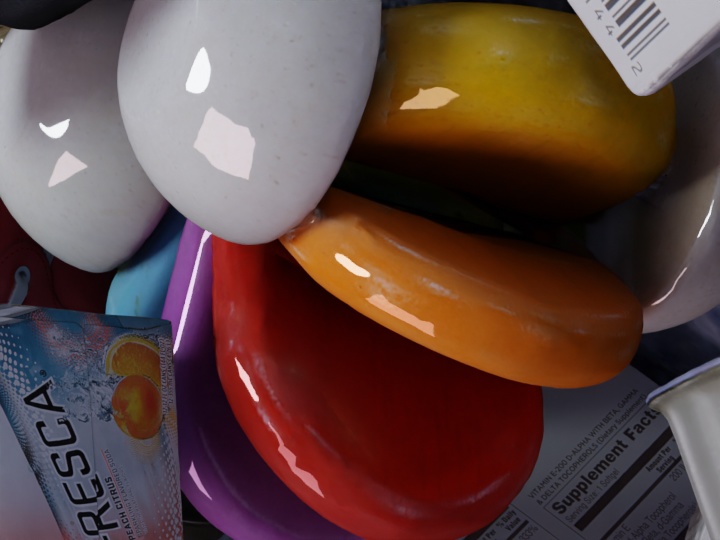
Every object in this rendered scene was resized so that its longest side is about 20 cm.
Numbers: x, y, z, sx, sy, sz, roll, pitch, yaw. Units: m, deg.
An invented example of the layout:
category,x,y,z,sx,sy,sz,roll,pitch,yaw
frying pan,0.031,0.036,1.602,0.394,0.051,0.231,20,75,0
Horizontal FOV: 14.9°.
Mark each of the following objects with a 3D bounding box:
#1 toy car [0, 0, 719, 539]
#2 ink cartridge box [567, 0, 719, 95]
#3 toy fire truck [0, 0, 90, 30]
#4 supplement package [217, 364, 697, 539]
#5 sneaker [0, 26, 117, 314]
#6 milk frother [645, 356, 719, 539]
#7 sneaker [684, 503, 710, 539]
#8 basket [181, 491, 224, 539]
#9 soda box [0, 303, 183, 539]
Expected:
category,x,y,z,sx,sy,sz,roll,pitch,yaw
toy car,0.000,0.000,0.713,0.174,0.151,0.200,13,170,-28
ink cartridge box,0.041,-0.151,0.536,0.200,0.045,0.176,55,158,4
toy fire truck,-0.110,-0.163,0.667,0.128,0.176,0.200,-25,106,35
supplement package,0.010,0.131,0.814,0.111,0.200,0.156,37,141,17
sneaker,-0.132,0.010,0.764,0.071,0.200,0.113,5,122,48
milk frother,0.198,0.082,0.628,0.180,0.199,0.189,-27,78,45
sneaker,0.129,0.111,0.715,0.114,0.201,0.073,21,-174,2
basket,-0.135,0.136,0.862,0.180,0.201,0.136,21,-170,-33
soda box,-0.124,0.063,0.712,0.063,0.069,0.200,6,162,-36
